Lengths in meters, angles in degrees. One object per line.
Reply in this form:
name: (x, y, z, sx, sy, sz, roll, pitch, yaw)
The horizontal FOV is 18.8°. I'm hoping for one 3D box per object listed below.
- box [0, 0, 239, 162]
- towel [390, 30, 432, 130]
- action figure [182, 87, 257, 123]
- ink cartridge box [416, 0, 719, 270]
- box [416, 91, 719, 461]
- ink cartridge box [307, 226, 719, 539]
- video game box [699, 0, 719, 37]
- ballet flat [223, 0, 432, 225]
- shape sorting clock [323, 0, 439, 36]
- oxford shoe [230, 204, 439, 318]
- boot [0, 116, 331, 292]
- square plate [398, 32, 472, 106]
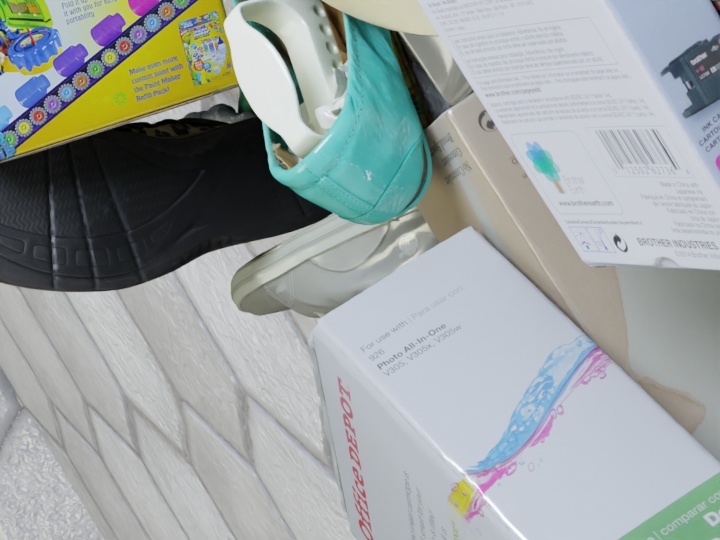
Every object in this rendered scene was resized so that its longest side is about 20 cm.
box: (-0.156, -0.171, 0.962, 0.200, 0.122, 0.193, -144, 38, -66)
towel: (-0.013, -0.132, 1.071, 0.086, 0.018, 0.201, 27, 145, 59)
action figure: (-0.029, -0.074, 1.083, 0.200, 0.054, 0.119, 24, 118, 55)
ink cartridge box: (0.064, -0.088, 0.710, 0.200, 0.042, 0.119, 54, 162, -16)
box: (0.105, 0.012, 0.880, 0.200, 0.078, 0.095, 58, 163, 3)
ink cartridge box: (0.074, 0.103, 0.840, 0.200, 0.087, 0.146, 43, 156, 35)
video game box: (0.114, -0.128, 0.639, 0.200, 0.047, 0.182, 58, 167, -19)
ballet flat: (-0.027, -0.109, 0.875, 0.070, 0.067, 0.201, 18, -136, -45)
shape sorting clock: (0.011, -0.177, 0.779, 0.199, 0.039, 0.201, 18, 125, 27)
oxford shoe: (0.000, 0.000, 1.006, 0.200, 0.075, 0.058, -23, 93, 56)
boot: (-0.123, -0.034, 1.017, 0.150, 0.199, 0.074, -1, 103, 58)
square plate: (0.017, -0.178, 0.883, 0.200, 0.028, 0.198, 58, 164, 2)
